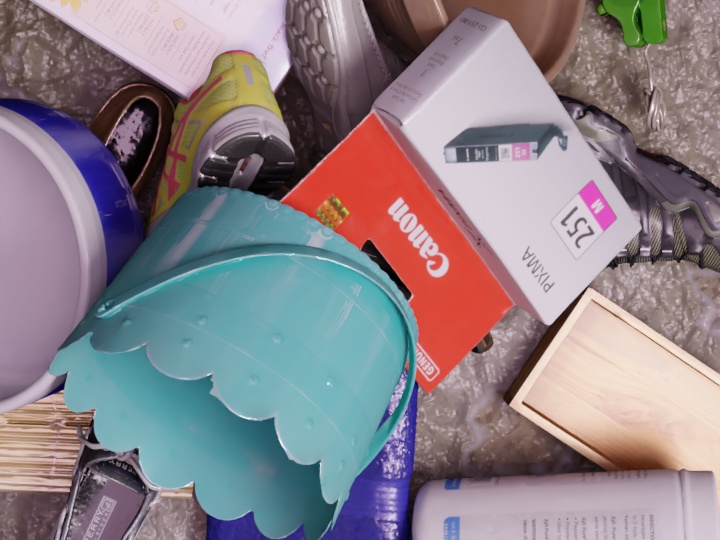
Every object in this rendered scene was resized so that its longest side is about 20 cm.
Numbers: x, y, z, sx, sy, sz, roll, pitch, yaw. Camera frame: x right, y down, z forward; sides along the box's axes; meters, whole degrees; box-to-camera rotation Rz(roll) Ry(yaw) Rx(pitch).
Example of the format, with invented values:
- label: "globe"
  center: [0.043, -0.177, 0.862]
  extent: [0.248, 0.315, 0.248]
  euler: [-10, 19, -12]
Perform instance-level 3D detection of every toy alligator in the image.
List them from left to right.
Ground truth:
- label: "toy alligator"
  center: [0.180, -0.194, 1.395]
  extent: [0.054, 0.059, 0.201]
  euler: [4, 96, 23]

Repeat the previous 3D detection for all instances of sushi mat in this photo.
- label: "sushi mat"
  center: [-0.210, 0.106, 1.417]
  extent: [0.199, 0.012, 0.096]
  euler: [3, 94, -5]

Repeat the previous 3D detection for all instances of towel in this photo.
- label: "towel"
  center: [-0.031, 0.129, 1.399]
  extent: [0.147, 0.050, 0.201]
  euler: [6, 98, 19]

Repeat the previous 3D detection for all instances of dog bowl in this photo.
- label: "dog bowl"
  center: [-0.240, -0.010, 1.329]
  extent: [0.199, 0.079, 0.201]
  euler: [3, 98, 23]

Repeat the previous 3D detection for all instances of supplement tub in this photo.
- label: "supplement tub"
  center: [0.139, 0.200, 1.379]
  extent: [0.199, 0.132, 0.132]
  euler: [-2, 96, 8]

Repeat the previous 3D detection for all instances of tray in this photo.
- label: "tray"
  center: [0.209, 0.104, 1.439]
  extent: [0.200, 0.037, 0.099]
  euler: [34, 93, -6]

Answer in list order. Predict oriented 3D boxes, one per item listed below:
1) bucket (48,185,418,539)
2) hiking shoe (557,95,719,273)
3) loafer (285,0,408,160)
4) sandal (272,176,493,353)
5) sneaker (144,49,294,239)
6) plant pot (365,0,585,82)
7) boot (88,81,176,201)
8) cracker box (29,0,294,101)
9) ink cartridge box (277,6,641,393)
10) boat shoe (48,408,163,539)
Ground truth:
- label: "bucket"
  center: [-0.070, 0.055, 1.260]
  extent: [0.207, 0.207, 0.135]
  euler: [33, 66, -7]
- label: "hiking shoe"
  center: [0.189, -0.031, 1.412]
  extent: [0.200, 0.076, 0.101]
  euler: [35, 102, 1]
- label: "loafer"
  center: [0.001, -0.122, 1.352]
  extent: [0.070, 0.070, 0.200]
  euler: [-31, 137, -18]
- label: "sandal"
  center: [0.000, 0.000, 1.387]
  extent: [0.200, 0.082, 0.055]
  euler: [35, 87, -5]
- label: "sneaker"
  center: [-0.092, -0.071, 1.338]
  extent: [0.078, 0.200, 0.091]
  euler: [1, 64, -24]
- label: "plant pot"
  center: [0.059, -0.211, 1.344]
  extent: [0.092, 0.201, 0.202]
  euler: [-2, 98, 37]
- label: "boot"
  center: [-0.185, -0.034, 1.374]
  extent: [0.073, 0.075, 0.200]
  euler: [27, 94, -8]
- label: "cracker box"
  center: [-0.123, -0.197, 1.370]
  extent: [0.200, 0.058, 0.134]
  euler: [33, 94, -6]
- label: "ink cartridge box"
  center: [0.065, -0.034, 1.289]
  extent: [0.174, 0.044, 0.200]
  euler: [-46, 128, -9]
- label: "boat shoe"
  center: [-0.158, 0.125, 1.382]
  extent: [0.073, 0.068, 0.200]
  euler: [28, 92, -7]
